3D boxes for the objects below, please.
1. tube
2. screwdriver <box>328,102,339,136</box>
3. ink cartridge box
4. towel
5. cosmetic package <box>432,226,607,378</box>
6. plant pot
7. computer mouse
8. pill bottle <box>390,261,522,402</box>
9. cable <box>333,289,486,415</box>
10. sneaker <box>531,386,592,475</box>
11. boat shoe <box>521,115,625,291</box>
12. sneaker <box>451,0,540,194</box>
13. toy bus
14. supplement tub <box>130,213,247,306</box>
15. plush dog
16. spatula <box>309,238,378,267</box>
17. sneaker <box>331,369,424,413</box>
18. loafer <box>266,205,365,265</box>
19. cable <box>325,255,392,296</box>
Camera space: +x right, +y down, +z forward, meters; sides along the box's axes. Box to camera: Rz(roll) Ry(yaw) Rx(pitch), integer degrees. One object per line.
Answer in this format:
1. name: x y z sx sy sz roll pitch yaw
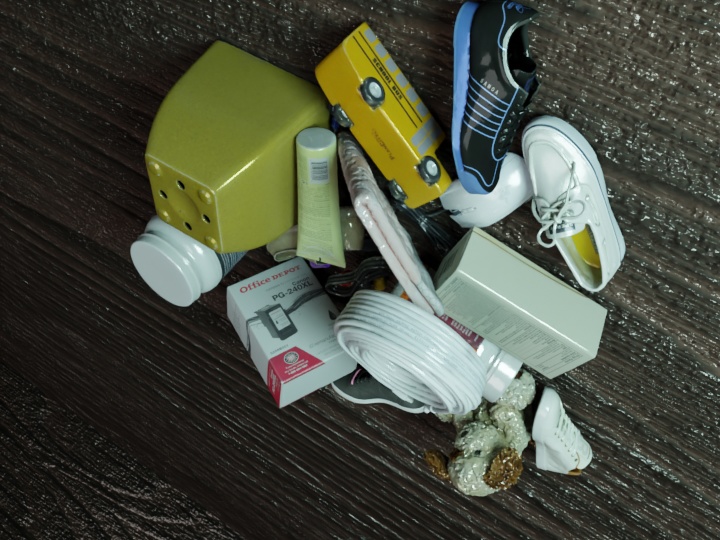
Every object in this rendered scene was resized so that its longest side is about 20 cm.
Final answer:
1. tube: -0.056 -0.088 0.867 0.058 0.051 0.203 49 151 41
2. screwdriver: -0.037 -0.175 0.861 0.028 0.028 0.202 8 139 -7
3. ink cartridge box: -0.113 0.093 1.058 0.201 0.143 0.084 53 153 29
4. towel: 0.032 -0.059 0.801 0.032 0.201 0.193 -29 120 8
5. cosmetic package: 0.192 0.044 0.820 0.197 0.074 0.104 31 150 -5
6. plant pot: -0.175 -0.144 0.875 0.193 0.201 0.197 28 143 16
7. computer mouse: 0.128 -0.082 0.801 0.110 0.044 0.199 49 143 -11
8. pill bottle: 0.128 0.086 0.918 0.198 0.115 0.115 34 144 7
9. cable: 0.061 0.100 0.786 0.199 0.070 0.199 39 162 -19
10. sneaker: 0.302 0.240 0.970 0.083 0.074 0.202 12 147 28
11. boat shoe: 0.219 -0.060 0.704 0.073 0.086 0.204 -5 125 44
12. sneaker: 0.140 -0.166 0.666 0.077 0.070 0.204 17 130 34
13. toy bus: 0.033 -0.174 0.759 0.201 0.079 0.065 51 142 -15
14. supplement tub: -0.247 -0.058 1.030 0.138 0.201 0.142 23 142 20
15. plush dog: 0.192 0.263 0.995 0.161 0.172 0.198 51 143 -14
16. spatula: -0.016 -0.036 0.996 0.196 0.020 0.058 -4 102 40
17. sneaker: 0.027 0.183 1.156 0.196 0.071 0.101 7 132 29
18. loafer: -0.068 -0.040 0.972 0.198 0.075 0.070 -18 83 44
19. cable: 0.000 0.000 0.937 0.094 0.052 0.200 7 162 -4
